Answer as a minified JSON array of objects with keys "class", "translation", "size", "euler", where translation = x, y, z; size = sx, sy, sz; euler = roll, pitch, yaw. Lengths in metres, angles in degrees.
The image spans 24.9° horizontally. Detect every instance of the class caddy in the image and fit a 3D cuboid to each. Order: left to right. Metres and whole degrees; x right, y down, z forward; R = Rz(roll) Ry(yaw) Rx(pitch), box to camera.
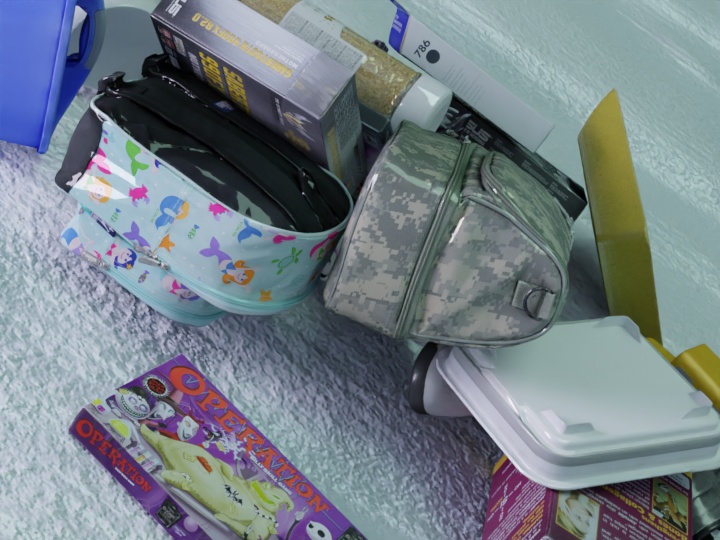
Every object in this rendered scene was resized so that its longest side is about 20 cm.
[{"class":"caddy","translation":[-0.247,-0.185,1.238],"size":[0.105,0.200,0.141],"euler":[8,37,-14]}]

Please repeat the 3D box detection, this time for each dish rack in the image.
[{"class":"dish rack","translation":[0.175,0.090,1.245],"size":[0.200,0.044,0.172],"euler":[-4,38,-32]}]

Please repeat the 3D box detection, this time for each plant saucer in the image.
[{"class":"plant saucer","translation":[0.254,-0.042,1.609],"size":[0.200,0.048,0.200],"euler":[72,11,-48]}]

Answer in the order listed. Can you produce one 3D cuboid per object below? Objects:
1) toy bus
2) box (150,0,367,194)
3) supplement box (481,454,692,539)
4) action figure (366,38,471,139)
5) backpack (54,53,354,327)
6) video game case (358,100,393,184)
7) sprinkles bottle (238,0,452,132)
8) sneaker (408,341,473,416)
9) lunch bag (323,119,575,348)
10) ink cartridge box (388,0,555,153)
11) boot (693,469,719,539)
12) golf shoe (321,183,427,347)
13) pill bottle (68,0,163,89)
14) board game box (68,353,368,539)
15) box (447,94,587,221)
[{"class":"toy bus","translation":[0.324,0.139,1.509],"size":[0.200,0.078,0.065],"euler":[50,32,20]},{"class":"box","translation":[-0.075,-0.136,1.291],"size":[0.158,0.048,0.200],"euler":[33,-13,12]},{"class":"supplement box","translation":[0.169,0.204,1.225],"size":[0.131,0.103,0.200],"euler":[34,29,-6]},{"class":"action figure","translation":[-0.004,-0.166,1.461],"size":[0.200,0.069,0.130],"euler":[40,40,11]},{"class":"backpack","translation":[-0.112,-0.048,1.216],"size":[0.200,0.151,0.178],"euler":[28,23,9]},{"class":"video game case","translation":[-0.026,-0.115,1.392],"size":[0.143,0.019,0.200],"euler":[31,-14,17]},{"class":"sprinkles bottle","translation":[-0.022,-0.173,1.365],"size":[0.200,0.068,0.068],"euler":[33,29,8]},{"class":"sneaker","translation":[0.129,0.090,1.319],"size":[0.108,0.067,0.201],"euler":[15,9,31]},{"class":"lunch bag","translation":[0.078,-0.020,1.236],"size":[0.168,0.140,0.200],"euler":[22,15,2]},{"class":"ink cartridge box","translation":[0.087,-0.187,1.528],"size":[0.200,0.039,0.099],"euler":[37,7,-11]},{"class":"boot","translation":[0.258,0.178,1.399],"size":[0.200,0.070,0.132],"euler":[-12,62,-47]},{"class":"golf shoe","translation":[0.000,0.000,1.371],"size":[0.092,0.073,0.200],"euler":[-20,53,-39]},{"class":"pill bottle","translation":[-0.234,-0.253,1.420],"size":[0.109,0.110,0.200],"euler":[13,38,-37]},{"class":"board game box","translation":[-0.090,0.149,1.102],"size":[0.200,0.032,0.120],"euler":[43,26,10]},{"class":"box","translation":[0.136,-0.117,1.644],"size":[0.200,0.050,0.158],"euler":[38,10,1]}]
